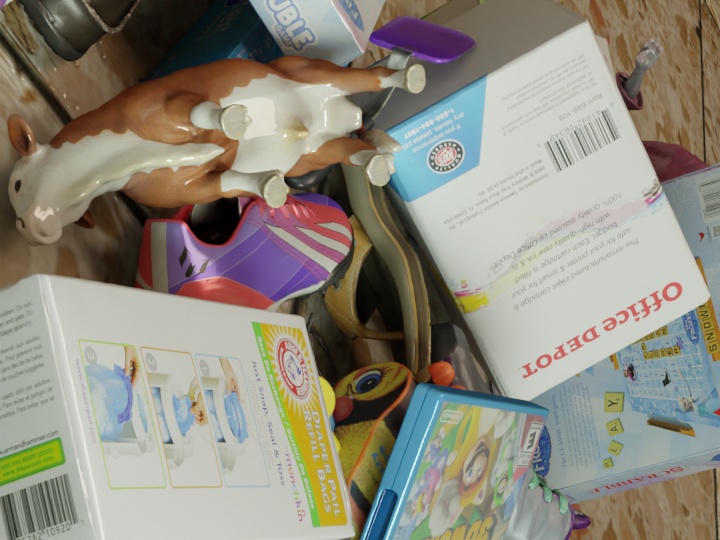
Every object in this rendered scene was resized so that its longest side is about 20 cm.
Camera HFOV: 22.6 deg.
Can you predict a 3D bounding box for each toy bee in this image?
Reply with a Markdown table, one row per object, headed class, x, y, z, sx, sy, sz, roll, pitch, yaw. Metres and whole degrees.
| class | x | y | z | sx | sy | sz | roll | pitch | yaw |
| --- | --- | --- | --- | --- | --- | --- | --- | --- | --- |
| toy bee | -0.003 | 0.084 | 0.926 | 0.131 | 0.108 | 0.201 | 40 | 38 | -46 |

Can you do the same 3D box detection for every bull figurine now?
| class | x | y | z | sx | sy | sz | roll | pitch | yaw |
| --- | --- | --- | --- | --- | --- | --- | --- | --- | --- |
| bull figurine | -0.064 | -0.059 | 0.821 | 0.200 | 0.121 | 0.065 | -24 | 113 | -42 |

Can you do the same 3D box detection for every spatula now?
| class | x | y | z | sx | sy | sz | roll | pitch | yaw |
| --- | --- | --- | --- | --- | --- | --- | --- | --- | --- |
| spatula | 0.008 | -0.100 | 1.034 | 0.200 | 0.056 | 0.021 | -53 | 155 | -43 |

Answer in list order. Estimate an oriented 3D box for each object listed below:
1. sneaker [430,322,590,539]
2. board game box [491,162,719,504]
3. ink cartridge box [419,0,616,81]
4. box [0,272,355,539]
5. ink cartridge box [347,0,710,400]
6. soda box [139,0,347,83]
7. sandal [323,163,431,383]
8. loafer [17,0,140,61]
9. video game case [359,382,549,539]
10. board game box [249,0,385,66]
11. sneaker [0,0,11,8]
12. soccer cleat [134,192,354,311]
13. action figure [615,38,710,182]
| class | x | y | z | sx | sy | sz | roll | pitch | yaw |
| --- | --- | --- | --- | --- | --- | --- | --- | --- | --- |
| sneaker | 0.088 | 0.124 | 1.074 | 0.074 | 0.087 | 0.201 | -126 | -154 | -80 |
| board game box | 0.184 | 0.048 | 1.238 | 0.041 | 0.199 | 0.201 | 36 | 43 | -56 |
| ink cartridge box | 0.140 | -0.129 | 1.371 | 0.199 | 0.067 | 0.118 | 12 | 61 | -45 |
| box | -0.100 | 0.074 | 0.715 | 0.200 | 0.112 | 0.102 | 12 | 61 | -63 |
| ink cartridge box | 0.099 | -0.050 | 1.137 | 0.201 | 0.146 | 0.146 | 62 | -2 | -21 |
| soda box | -0.058 | -0.114 | 0.996 | 0.064 | 0.068 | 0.200 | 62 | 26 | -20 |
| sandal | 0.000 | 0.000 | 1.054 | 0.081 | 0.054 | 0.201 | 89 | -15 | -52 |
| loafer | -0.120 | -0.180 | 0.904 | 0.073 | 0.071 | 0.200 | 56 | 28 | -30 |
| video game case | 0.031 | 0.158 | 0.916 | 0.143 | 0.018 | 0.201 | 15 | 95 | -62 |
| board game box | -0.050 | -0.224 | 0.960 | 0.200 | 0.043 | 0.199 | 57 | 21 | -18 |
| sneaker | -0.198 | -0.149 | 0.711 | 0.200 | 0.075 | 0.100 | 2 | 72 | -65 |
| soccer cleat | -0.055 | -0.017 | 0.921 | 0.200 | 0.068 | 0.074 | -40 | 129 | -61 |
| action figure | 0.219 | -0.102 | 1.539 | 0.200 | 0.134 | 0.149 | 49 | -13 | 10 |
